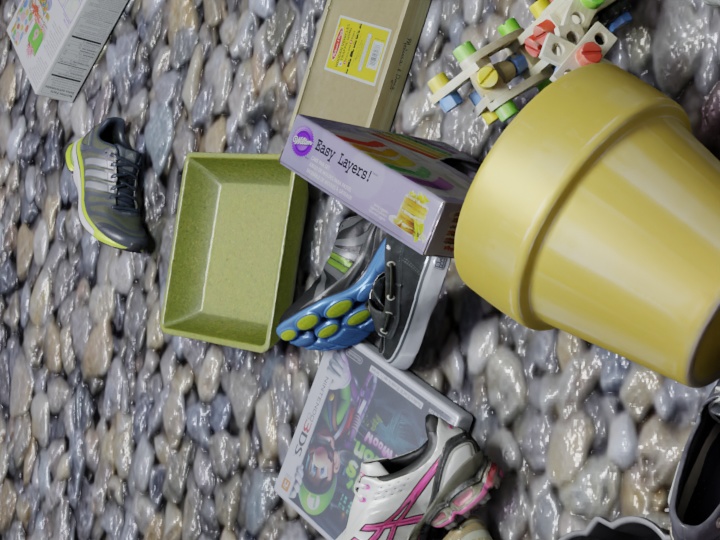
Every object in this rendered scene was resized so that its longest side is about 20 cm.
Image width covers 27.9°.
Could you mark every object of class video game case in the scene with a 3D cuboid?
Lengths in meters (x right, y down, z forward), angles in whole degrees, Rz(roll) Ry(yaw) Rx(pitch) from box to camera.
[{"bbox_3d":[0.006,0.173,1.345,0.200,0.023,0.182,33,108,47],"label":"video game case"}]

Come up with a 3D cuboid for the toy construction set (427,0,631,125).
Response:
[{"bbox_3d":[0.146,-0.179,1.167,0.092,0.131,0.200,62,160,-11],"label":"toy construction set"}]

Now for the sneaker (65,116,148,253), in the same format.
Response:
[{"bbox_3d":[-0.292,-0.103,1.710,0.081,0.074,0.200,-48,52,28],"label":"sneaker"}]

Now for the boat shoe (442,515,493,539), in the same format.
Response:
[{"bbox_3d":[0.045,0.290,1.243,0.201,0.073,0.063,-48,43,29],"label":"boat shoe"}]

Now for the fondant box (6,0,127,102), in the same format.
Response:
[{"bbox_3d":[-0.373,-0.340,1.859,0.200,0.058,0.144,-54,47,26],"label":"fondant box"}]

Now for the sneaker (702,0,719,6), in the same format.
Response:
[{"bbox_3d":[0.282,-0.297,1.084,0.076,0.075,0.200,16,93,49],"label":"sneaker"}]

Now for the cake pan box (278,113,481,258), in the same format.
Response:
[{"bbox_3d":[0.063,-0.062,1.190,0.184,0.200,0.052,37,111,40],"label":"cake pan box"}]

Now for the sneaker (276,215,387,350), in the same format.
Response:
[{"bbox_3d":[0.000,0.000,1.351,0.200,0.071,0.083,-46,38,17],"label":"sneaker"}]

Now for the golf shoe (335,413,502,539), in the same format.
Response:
[{"bbox_3d":[0.021,0.203,1.235,0.200,0.092,0.073,-42,7,12],"label":"golf shoe"}]

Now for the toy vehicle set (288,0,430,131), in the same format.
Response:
[{"bbox_3d":[0.001,-0.216,1.426,0.124,0.027,0.200,28,104,48],"label":"toy vehicle set"}]

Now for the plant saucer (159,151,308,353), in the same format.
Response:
[{"bbox_3d":[-0.124,-0.021,1.515,0.200,0.048,0.200,7,87,50],"label":"plant saucer"}]

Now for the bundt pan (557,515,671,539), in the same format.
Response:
[{"bbox_3d":[0.211,0.278,1.046,0.202,0.076,0.202,-11,75,47],"label":"bundt pan"}]

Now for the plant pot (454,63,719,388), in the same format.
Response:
[{"bbox_3d":[0.201,-0.019,1.044,0.189,0.201,0.201,39,112,29],"label":"plant pot"}]

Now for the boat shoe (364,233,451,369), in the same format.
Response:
[{"bbox_3d":[0.035,0.022,1.252,0.200,0.057,0.069,107,178,-59],"label":"boat shoe"}]

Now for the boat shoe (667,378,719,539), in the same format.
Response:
[{"bbox_3d":[0.265,0.105,0.984,0.073,0.063,0.200,18,71,36],"label":"boat shoe"}]
